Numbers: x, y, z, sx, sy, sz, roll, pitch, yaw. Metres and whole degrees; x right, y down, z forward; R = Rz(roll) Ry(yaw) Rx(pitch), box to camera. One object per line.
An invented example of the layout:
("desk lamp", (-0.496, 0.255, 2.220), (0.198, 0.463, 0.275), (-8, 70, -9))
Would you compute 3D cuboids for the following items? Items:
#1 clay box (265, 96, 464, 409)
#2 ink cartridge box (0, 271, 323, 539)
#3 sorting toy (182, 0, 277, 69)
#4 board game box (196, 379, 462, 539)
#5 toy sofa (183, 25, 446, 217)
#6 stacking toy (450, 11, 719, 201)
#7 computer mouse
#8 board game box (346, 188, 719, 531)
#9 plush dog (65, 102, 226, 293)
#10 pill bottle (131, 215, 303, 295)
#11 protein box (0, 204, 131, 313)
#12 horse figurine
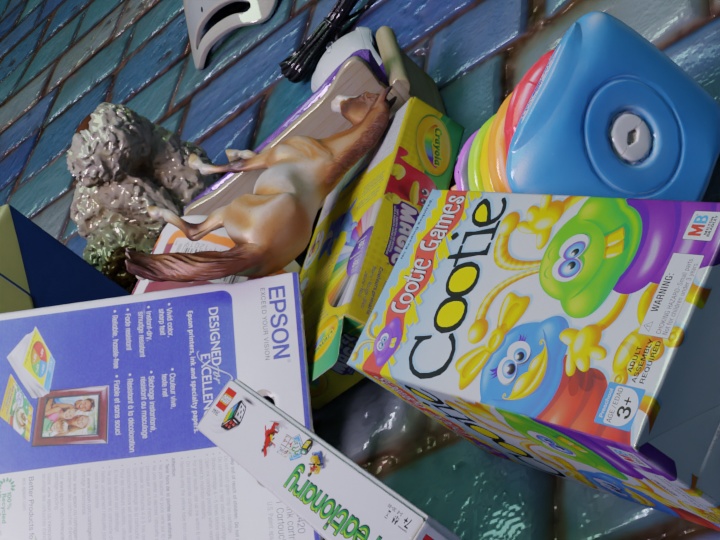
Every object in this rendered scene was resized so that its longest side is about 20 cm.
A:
("clay box", (0.000, 0.000, 0.782), (0.115, 0.047, 0.202), (-40, 28, 52))
("ink cartridge box", (-0.121, 0.112, 0.714), (0.197, 0.047, 0.200), (-7, 68, 2))
("sorting toy", (-0.145, -0.319, 1.357), (0.199, 0.106, 0.182), (-28, 55, 35))
("board game box", (0.012, 0.121, 0.571), (0.035, 0.126, 0.200), (-54, 28, -8))
("toy sofa", (-0.037, -0.088, 0.911), (0.200, 0.097, 0.083), (-40, 31, 20))
("stacking toy", (0.097, -0.055, 0.701), (0.117, 0.109, 0.200), (-62, 16, -17))
("computer mouse", (-0.015, -0.180, 1.039), (0.110, 0.044, 0.200), (-44, 29, 10))
("board game box", (0.102, 0.035, 0.557), (0.199, 0.103, 0.106), (8, 68, 58))
("plush dog", (-0.173, -0.018, 1.018), (0.200, 0.159, 0.174), (128, 155, -70))
("pill bottle", (-0.117, 0.075, 0.817), (0.114, 0.114, 0.202), (-12, 48, 48))
("protein box", (-0.254, 0.079, 0.907), (0.199, 0.198, 0.136), (-13, 45, 48))
("horse figurine", (-0.065, -0.044, 0.777), (0.131, 0.050, 0.201), (1, 37, 27))
